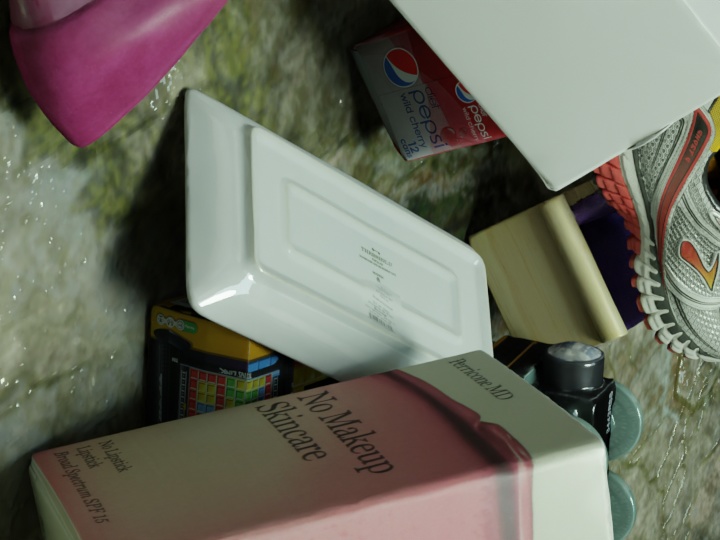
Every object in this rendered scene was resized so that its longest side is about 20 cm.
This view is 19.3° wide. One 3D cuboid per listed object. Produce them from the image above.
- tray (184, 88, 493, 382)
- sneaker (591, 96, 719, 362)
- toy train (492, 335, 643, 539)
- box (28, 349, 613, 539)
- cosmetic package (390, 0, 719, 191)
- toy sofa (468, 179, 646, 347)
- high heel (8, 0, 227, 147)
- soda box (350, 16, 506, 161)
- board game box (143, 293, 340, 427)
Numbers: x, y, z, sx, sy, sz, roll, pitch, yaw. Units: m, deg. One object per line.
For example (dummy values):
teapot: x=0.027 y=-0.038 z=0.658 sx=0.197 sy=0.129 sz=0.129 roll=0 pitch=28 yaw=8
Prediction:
tray: x=0.000 y=0.000 z=0.920 sx=0.200 sy=0.022 sz=0.107 roll=28 pitch=49 yaw=-43
sneaker: x=0.179 y=-0.021 z=1.072 sx=0.200 sy=0.082 sz=0.078 roll=59 pitch=45 yaw=-44
toy train: x=0.081 y=0.126 z=1.109 sx=0.085 sy=0.114 sz=0.200 roll=-35 pitch=131 yaw=-59
box: x=-0.014 y=0.117 z=0.828 sx=0.200 sy=0.128 sz=0.109 roll=-13 pitch=109 yaw=-17
cosmetic package: x=0.066 y=-0.145 z=0.890 sx=0.200 sy=0.108 sz=0.085 roll=48 pitch=32 yaw=-23
toy sofa: x=0.157 y=-0.018 z=1.175 sx=0.200 sy=0.098 sz=0.083 roll=-23 pitch=89 yaw=-56
high heel: x=-0.040 y=-0.124 z=0.795 sx=0.200 sy=0.067 sz=0.096 roll=-21 pitch=119 yaw=-11
soda box: x=0.083 y=-0.121 z=1.045 sx=0.200 sy=0.070 sz=0.063 roll=-38 pitch=109 yaw=-48
board game box: x=-0.021 y=0.081 z=0.975 sx=0.200 sy=0.057 sz=0.165 roll=-18 pitch=115 yaw=-56
